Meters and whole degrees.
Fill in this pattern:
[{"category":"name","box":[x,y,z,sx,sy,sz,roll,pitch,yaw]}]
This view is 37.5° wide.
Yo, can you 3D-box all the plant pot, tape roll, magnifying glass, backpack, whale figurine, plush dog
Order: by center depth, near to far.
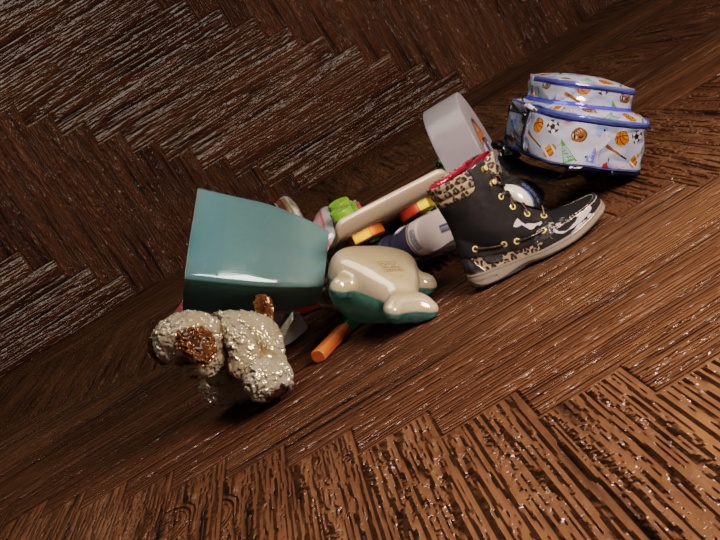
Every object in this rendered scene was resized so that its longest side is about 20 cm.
[{"category":"whale figurine","box":[0.031,0.038,1.449,0.159,0.104,0.200,-2,22,-25]},{"category":"plush dog","box":[-0.200,0.100,1.450,0.171,0.161,0.200,11,-14,-32]},{"category":"backpack","box":[0.313,-0.198,1.490,0.199,0.154,0.191,-2,23,-15]},{"category":"plant pot","box":[-0.153,-0.015,1.562,0.199,0.142,0.141,8,-22,-7]},{"category":"magnifying glass","box":[-0.013,0.076,1.565,0.080,0.022,0.200,-24,12,39]},{"category":"tape roll","box":[0.179,-0.188,1.732,0.066,0.201,0.200,-28,11,15]}]

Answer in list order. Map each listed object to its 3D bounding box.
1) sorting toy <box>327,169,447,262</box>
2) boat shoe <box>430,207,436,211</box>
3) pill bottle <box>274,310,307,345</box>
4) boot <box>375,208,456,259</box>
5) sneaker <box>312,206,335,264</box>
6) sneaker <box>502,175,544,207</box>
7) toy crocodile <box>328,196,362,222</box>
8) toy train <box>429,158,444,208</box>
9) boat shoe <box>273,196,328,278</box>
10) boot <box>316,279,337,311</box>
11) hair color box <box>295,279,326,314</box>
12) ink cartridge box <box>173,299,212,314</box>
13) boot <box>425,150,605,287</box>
[{"category":"sorting toy","box":[0.040,-0.069,1.570,0.185,0.037,0.200,-28,-10,-11]},{"category":"boat shoe","box":[0.112,-0.084,1.832,0.063,0.074,0.201,10,-4,-8]},{"category":"pill bottle","box":[-0.171,0.030,1.708,0.111,0.200,0.111,-31,8,5]},{"category":"boot","box":[0.108,-0.057,1.594,0.090,0.073,0.200,-22,-5,40]},{"category":"sneaker","box":[-0.084,-0.050,1.833,0.104,0.075,0.200,-25,17,5]},{"category":"sneaker","box":[0.218,-0.099,1.495,0.111,0.077,0.200,-40,-5,-18]},{"category":"toy crocodile","box":[-0.013,-0.086,1.794,0.062,0.068,0.200,-24,14,2]},{"category":"toy train","box":[0.151,-0.116,1.731,0.042,0.056,0.200,-54,24,31]},{"category":"boat shoe","box":[-0.112,-0.049,1.709,0.072,0.076,0.200,-28,41,-1]},{"category":"boot","box":[0.000,0.000,1.685,0.200,0.066,0.175,-36,5,-36]},{"category":"hair color box","box":[-0.079,0.025,1.855,0.200,0.061,0.102,-23,13,39]},{"category":"ink cartridge box","box":[-0.217,0.037,1.817,0.200,0.116,0.067,-56,42,3]},{"category":"boot","box":[0.195,-0.084,1.354,0.200,0.151,0.073,-29,11,14]}]
